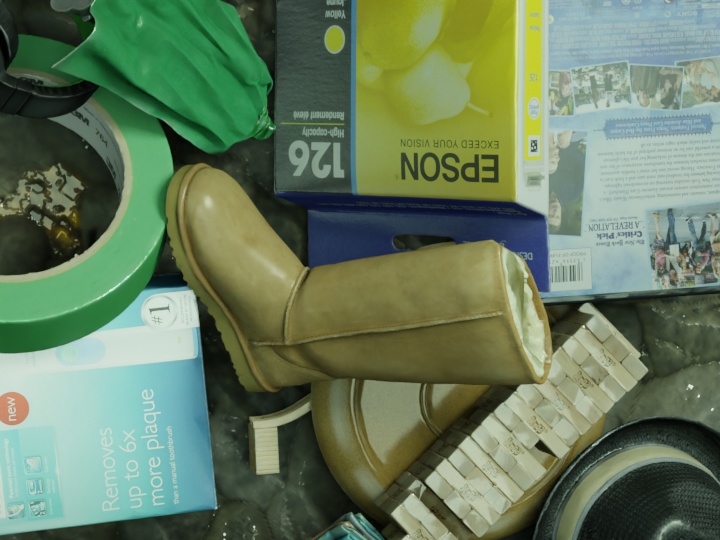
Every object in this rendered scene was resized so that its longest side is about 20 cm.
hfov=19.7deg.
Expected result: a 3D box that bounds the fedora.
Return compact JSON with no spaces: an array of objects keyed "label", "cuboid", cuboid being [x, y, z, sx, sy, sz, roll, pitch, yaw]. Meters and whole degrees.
[{"label":"fedora","cuboid":[0.209,0.196,1.353,0.200,0.092,0.201,-9,111,-26]}]

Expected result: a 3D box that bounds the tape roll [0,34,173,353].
[{"label":"tape roll","cuboid":[-0.215,-0.049,1.264,0.200,0.048,0.201,4,63,-9]}]

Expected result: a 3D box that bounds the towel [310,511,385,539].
[{"label":"towel","cuboid":[-0.025,0.258,1.342,0.200,0.022,0.147,-39,101,28]}]

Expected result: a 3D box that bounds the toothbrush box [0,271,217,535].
[{"label":"toothbrush box","cuboid":[-0.198,0.085,1.313,0.200,0.085,0.147,-5,96,-7]}]

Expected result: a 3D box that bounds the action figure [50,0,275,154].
[{"label":"action figure","cuboid":[-0.107,-0.128,1.256,0.118,0.055,0.200,-55,143,-6]}]

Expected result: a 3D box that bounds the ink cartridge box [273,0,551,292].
[{"label":"ink cartridge box","cuboid":[0.028,-0.090,1.282,0.047,0.197,0.200,-3,95,-50]}]

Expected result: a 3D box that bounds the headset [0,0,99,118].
[{"label":"headset","cuboid":[-0.231,-0.166,1.220,0.200,0.094,0.124,17,50,-29]}]

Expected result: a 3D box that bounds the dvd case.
[{"label":"dvd case","cuboid":[0.169,-0.081,1.299,0.142,0.018,0.200,-4,98,-8]}]

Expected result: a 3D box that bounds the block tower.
[{"label":"block tower","cuboid":[0.095,0.106,1.311,0.200,0.058,0.054,-45,100,-7]}]

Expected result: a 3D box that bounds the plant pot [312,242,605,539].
[{"label":"plant pot","cuboid":[0.069,0.082,1.355,0.200,0.027,0.200,-1,93,-11]}]

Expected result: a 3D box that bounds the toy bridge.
[{"label":"toy bridge","cuboid":[0.025,0.095,1.377,0.200,0.027,0.067,-4,96,-9]}]

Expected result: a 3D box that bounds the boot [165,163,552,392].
[{"label":"boot","cuboid":[0.000,0.000,1.255,0.200,0.066,0.175,-5,128,28]}]
